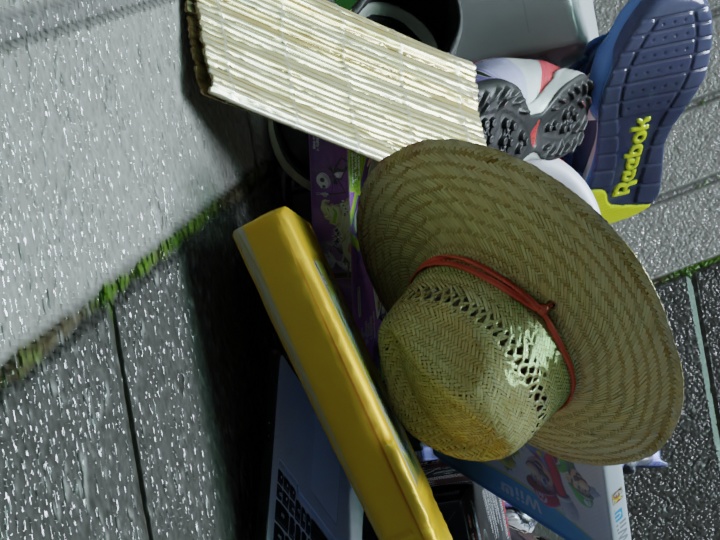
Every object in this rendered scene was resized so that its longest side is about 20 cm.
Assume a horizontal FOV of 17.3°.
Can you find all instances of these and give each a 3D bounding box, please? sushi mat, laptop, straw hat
[{"bbox_3d":[-0.009,-0.099,1.196,0.199,0.012,0.096,19,51,-40],"label":"sushi mat"},{"bbox_3d":[0.025,0.163,1.129,0.187,0.115,0.201,63,28,-63],"label":"laptop"},{"bbox_3d":[0.056,0.043,1.149,0.085,0.200,0.202,-46,135,-34],"label":"straw hat"}]

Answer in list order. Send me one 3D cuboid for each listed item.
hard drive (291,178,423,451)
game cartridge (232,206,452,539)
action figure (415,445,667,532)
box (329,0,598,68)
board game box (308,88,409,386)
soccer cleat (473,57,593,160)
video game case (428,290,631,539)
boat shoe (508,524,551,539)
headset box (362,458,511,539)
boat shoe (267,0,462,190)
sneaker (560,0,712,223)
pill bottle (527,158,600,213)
[{"bbox_3d":[0.000,0.000,1.415,0.200,0.038,0.140,68,15,-49],"label":"hard drive"},{"bbox_3d":[0.001,0.068,1.137,0.201,0.032,0.176,63,1,2],"label":"game cartridge"},{"bbox_3d":[0.111,0.110,1.685,0.105,0.199,0.194,141,-45,-57],"label":"action figure"},{"bbox_3d":[0.059,-0.220,1.582,0.200,0.170,0.200,0,80,-81],"label":"box"},{"bbox_3d":[0.013,-0.004,1.283,0.120,0.032,0.201,-44,138,-56],"label":"board game box"},{"bbox_3d":[0.071,-0.092,1.405,0.200,0.073,0.069,-21,126,-60],"label":"soccer cleat"},{"bbox_3d":[0.079,0.054,1.251,0.143,0.018,0.201,29,-36,39],"label":"video game case"},{"bbox_3d":[0.116,0.205,1.491,0.065,0.200,0.072,-12,119,-42],"label":"boat shoe"},{"bbox_3d":[0.049,0.194,1.387,0.200,0.077,0.150,-22,102,-79],"label":"headset box"},{"bbox_3d":[0.004,-0.110,1.336,0.074,0.063,0.202,37,36,-4],"label":"boat shoe"},{"bbox_3d":[0.165,-0.118,1.520,0.200,0.074,0.082,108,-31,-47],"label":"sneaker"},{"bbox_3d":[0.075,-0.040,1.566,0.200,0.119,0.120,-133,-152,-70],"label":"pill bottle"}]
